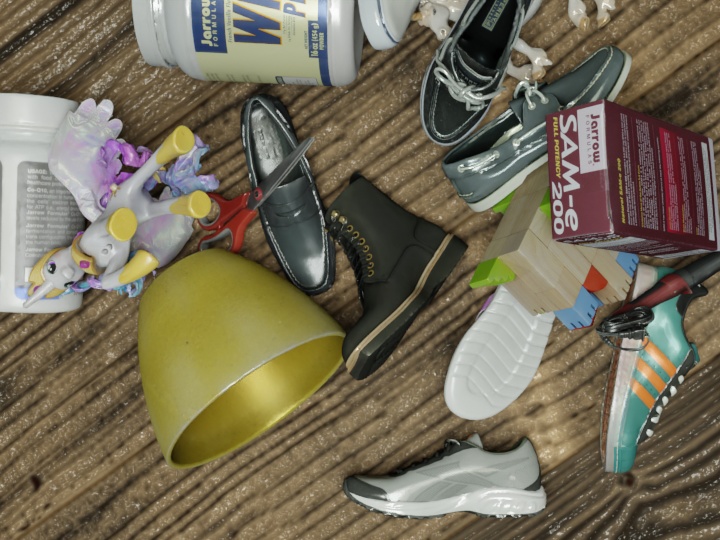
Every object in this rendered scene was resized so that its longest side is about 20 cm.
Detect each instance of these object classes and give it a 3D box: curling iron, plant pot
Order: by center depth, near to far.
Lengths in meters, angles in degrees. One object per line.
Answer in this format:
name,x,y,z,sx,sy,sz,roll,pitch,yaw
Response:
curling iron,0.294,0.017,0.850,0.198,0.049,0.026,-29,124,-21
plant pot,-0.128,0.066,0.869,0.199,0.200,0.143,-39,73,5

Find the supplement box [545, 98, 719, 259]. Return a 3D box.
supplement box,0.242,-0.073,0.814,0.060,0.198,0.111,-9,80,44

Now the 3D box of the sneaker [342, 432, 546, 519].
sneaker,0.080,0.201,0.911,0.197,0.074,0.081,-3,83,-2

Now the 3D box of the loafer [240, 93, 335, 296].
loafer,-0.074,-0.072,0.907,0.067,0.070,0.204,-17,91,4

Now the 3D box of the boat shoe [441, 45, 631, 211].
boat shoe,0.159,-0.139,0.858,0.062,0.073,0.200,40,111,-20

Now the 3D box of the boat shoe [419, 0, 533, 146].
boat shoe,0.101,-0.182,0.840,0.073,0.069,0.200,28,135,-4

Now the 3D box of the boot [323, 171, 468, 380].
boot,0.000,0.000,0.862,0.138,0.200,0.078,37,130,6

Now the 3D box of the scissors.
scissors,-0.099,-0.060,0.882,0.199,0.014,0.074,-20,77,43

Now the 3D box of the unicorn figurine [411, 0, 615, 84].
unicorn figurine,0.144,-0.247,0.884,0.199,0.074,0.138,-40,80,8

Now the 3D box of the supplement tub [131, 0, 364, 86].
supplement tub,-0.098,-0.248,0.865,0.196,0.145,0.148,3,92,4

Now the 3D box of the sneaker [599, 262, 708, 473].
sneaker,0.279,0.098,0.885,0.079,0.071,0.203,12,92,8

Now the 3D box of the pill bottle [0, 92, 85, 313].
pill bottle,-0.324,-0.065,0.906,0.112,0.114,0.204,3,92,4

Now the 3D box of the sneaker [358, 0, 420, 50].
sneaker,0.051,-0.281,0.840,0.070,0.073,0.202,-4,53,30

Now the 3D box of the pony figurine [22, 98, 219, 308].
pony figurine,-0.210,-0.055,0.829,0.167,0.199,0.194,45,51,-25

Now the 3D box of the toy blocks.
toy blocks,0.197,-0.024,0.858,0.137,0.099,0.201,43,57,-19

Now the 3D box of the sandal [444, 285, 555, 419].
sandal,0.144,0.053,0.909,0.082,0.050,0.204,32,81,-12
